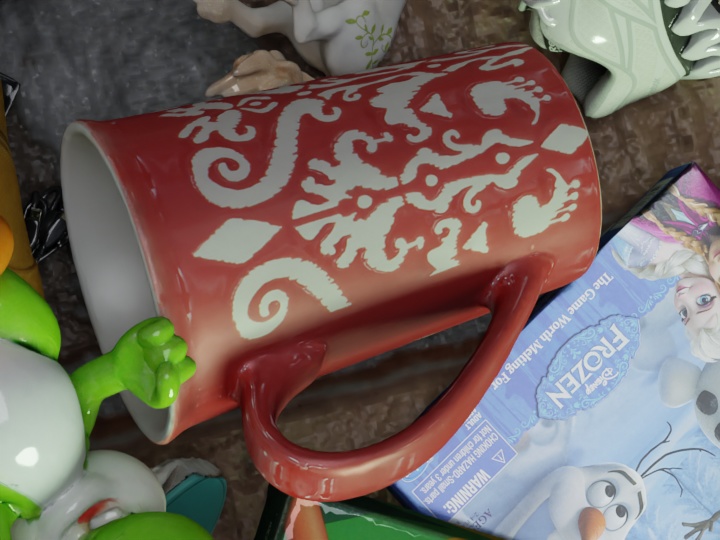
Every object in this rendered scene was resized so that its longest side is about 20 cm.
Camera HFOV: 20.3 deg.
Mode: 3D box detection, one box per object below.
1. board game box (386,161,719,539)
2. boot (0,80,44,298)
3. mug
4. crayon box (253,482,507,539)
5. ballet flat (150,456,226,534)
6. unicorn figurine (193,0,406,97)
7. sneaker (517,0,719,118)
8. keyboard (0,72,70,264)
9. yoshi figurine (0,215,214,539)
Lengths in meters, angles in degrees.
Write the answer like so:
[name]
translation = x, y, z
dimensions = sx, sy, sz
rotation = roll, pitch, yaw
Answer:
[board game box]
translation = 0.142, 0.092, 0.900
dimensions = 0.200, 0.043, 0.199
rotation = -44, 92, -6
[boot]
translation = -0.169, -0.008, 0.800
dimensions = 0.070, 0.144, 0.202
rotation = -6, 84, -1
[mug]
translation = -0.004, 0.000, 0.839
dimensions = 0.199, 0.133, 0.178
rotation = -17, 85, -20
[crayon box]
translation = 0.042, 0.172, 0.831
dimensions = 0.199, 0.051, 0.128
rotation = 17, 91, -12
[ballet flat]
translation = -0.137, 0.155, 0.857
dimensions = 0.072, 0.072, 0.201
rotation = 33, 81, -3
[unicorn figurine]
translation = 0.012, -0.152, 0.883
dimensions = 0.137, 0.074, 0.200
rotation = 25, 108, -44
[sneaker]
translation = 0.100, -0.137, 0.853
dimensions = 0.081, 0.200, 0.075
rotation = -28, 47, 5
[keyboard]
translation = -0.201, 0.002, 0.881
dimensions = 0.127, 0.021, 0.201
rotation = 24, 85, 2
[yoshi figurine]
translation = -0.108, 0.076, 0.729
dimensions = 0.112, 0.112, 0.200
rotation = -23, 124, 16
